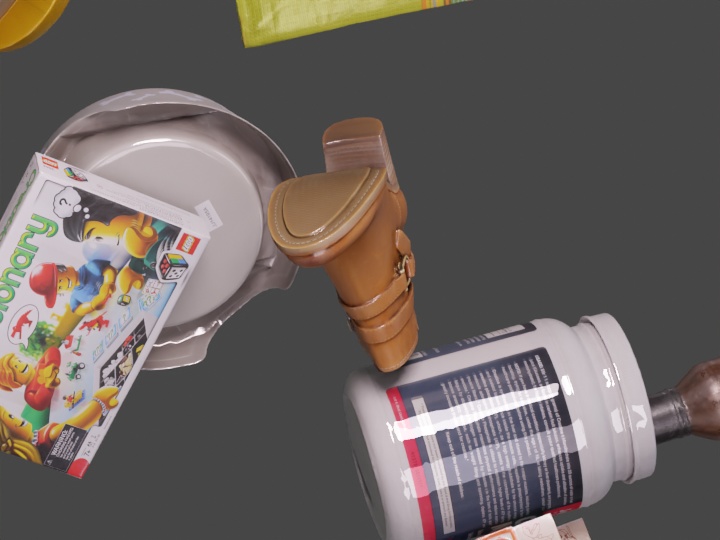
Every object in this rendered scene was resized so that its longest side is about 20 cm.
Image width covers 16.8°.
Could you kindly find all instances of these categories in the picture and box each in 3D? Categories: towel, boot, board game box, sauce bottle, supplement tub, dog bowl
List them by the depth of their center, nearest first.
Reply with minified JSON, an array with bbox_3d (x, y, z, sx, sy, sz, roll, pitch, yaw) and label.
[{"bbox_3d":[-0.201,0.032,1.619,0.126,0.035,0.200,21,110,-23],"label":"board game box"},{"bbox_3d":[0.012,-0.207,1.631,0.200,0.018,0.086,-13,118,-8],"label":"towel"},{"bbox_3d":[0.000,0.000,1.631,0.074,0.200,0.155,-4,112,17],"label":"boot"},{"bbox_3d":[-0.139,-0.033,1.656,0.200,0.059,0.200,-6,118,-12],"label":"dog bowl"},{"bbox_3d":[0.098,0.115,1.746,0.200,0.140,0.140,-15,119,-7],"label":"supplement tub"},{"bbox_3d":[0.291,0.089,1.830,0.200,0.065,0.065,-15,119,-5],"label":"sauce bottle"}]

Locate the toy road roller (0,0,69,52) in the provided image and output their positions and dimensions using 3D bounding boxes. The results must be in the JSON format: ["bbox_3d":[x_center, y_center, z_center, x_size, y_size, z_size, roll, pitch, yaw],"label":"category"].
[{"bbox_3d":[-0.263,-0.220,1.511,0.200,0.146,0.123,43,102,10],"label":"toy road roller"}]

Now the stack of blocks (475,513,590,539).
[{"bbox_3d":[0.119,0.229,1.785,0.115,0.200,0.059,-21,75,-3],"label":"stack of blocks"}]
